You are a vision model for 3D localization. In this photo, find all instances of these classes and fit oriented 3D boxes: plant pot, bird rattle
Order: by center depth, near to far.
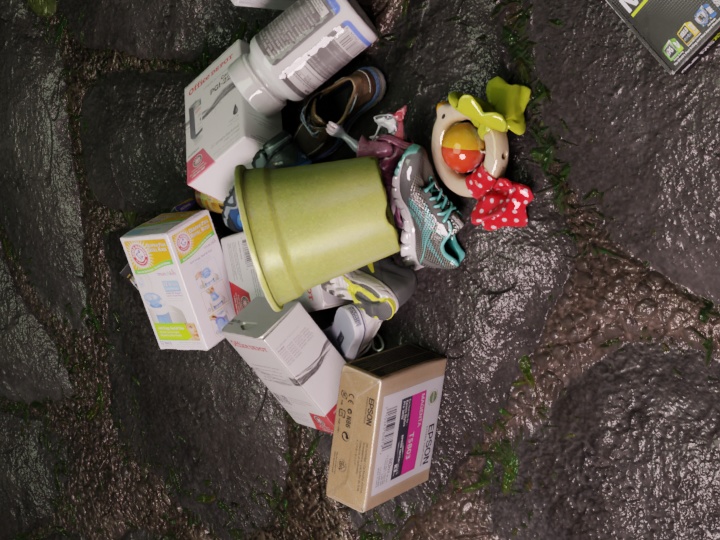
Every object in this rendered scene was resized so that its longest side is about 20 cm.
[{"bbox_3d":[-0.049,-0.066,1.482,0.184,0.200,0.201,-15,86,4],"label":"plant pot"},{"bbox_3d":[0.161,-0.154,1.496,0.163,0.112,0.201,20,123,49],"label":"bird rattle"}]

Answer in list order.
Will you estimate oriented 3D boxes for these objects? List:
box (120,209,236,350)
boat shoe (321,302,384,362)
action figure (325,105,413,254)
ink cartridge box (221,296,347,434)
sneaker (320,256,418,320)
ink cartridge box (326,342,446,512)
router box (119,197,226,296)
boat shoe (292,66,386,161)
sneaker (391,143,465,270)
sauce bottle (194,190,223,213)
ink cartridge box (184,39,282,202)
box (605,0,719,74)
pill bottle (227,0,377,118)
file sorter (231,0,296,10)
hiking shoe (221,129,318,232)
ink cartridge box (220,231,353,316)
[{"bbox_3d":[-0.280,0.015,1.784,0.112,0.101,0.201,-1,114,37],"label":"box"},{"bbox_3d":[-0.001,0.088,1.667,0.075,0.086,0.202,61,159,18],"label":"boat shoe"},{"bbox_3d":[0.026,-0.135,1.566,0.149,0.134,0.200,44,125,26],"label":"action figure"},{"bbox_3d":[-0.093,0.138,1.662,0.200,0.083,0.147,53,157,-22],"label":"ink cartridge box"},{"bbox_3d":[0.000,0.000,1.587,0.200,0.085,0.075,37,144,35],"label":"sneaker"},{"bbox_3d":[0.038,0.219,1.592,0.075,0.165,0.201,18,109,35],"label":"ink cartridge box"},{"bbox_3d":[-0.293,-0.001,1.887,0.157,0.052,0.200,48,127,1],"label":"router box"},{"bbox_3d":[-0.050,-0.231,1.655,0.200,0.072,0.072,-44,70,38],"label":"boat shoe"},{"bbox_3d":[0.100,-0.083,1.532,0.091,0.078,0.200,12,134,28],"label":"sneaker"},{"bbox_3d":[-0.178,-0.114,1.791,0.200,0.066,0.066,13,105,41],"label":"sauce bottle"},{"bbox_3d":[-0.194,-0.228,1.720,0.146,0.085,0.201,-34,47,34],"label":"ink cartridge box"},{"bbox_3d":[0.372,-0.360,1.285,0.200,0.047,0.193,-47,69,35],"label":"box"},{"bbox_3d":[-0.084,-0.314,1.601,0.200,0.114,0.114,-36,72,13],"label":"pill bottle"},{"bbox_3d":[-0.124,-0.499,1.635,0.125,0.139,0.200,49,125,27],"label":"file sorter"},{"bbox_3d":[-0.135,-0.108,1.630,0.087,0.074,0.200,44,134,5],"label":"hiking shoe"},{"bbox_3d":[-0.111,-0.002,1.739,0.200,0.084,0.145,-13,88,43],"label":"ink cartridge box"}]
